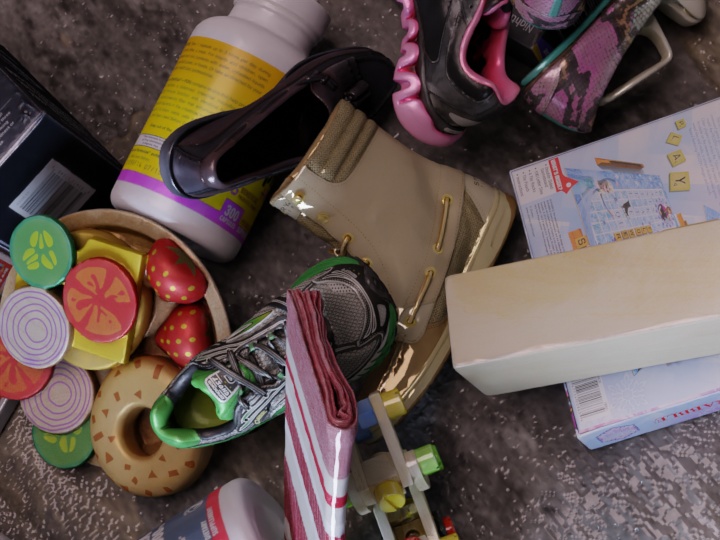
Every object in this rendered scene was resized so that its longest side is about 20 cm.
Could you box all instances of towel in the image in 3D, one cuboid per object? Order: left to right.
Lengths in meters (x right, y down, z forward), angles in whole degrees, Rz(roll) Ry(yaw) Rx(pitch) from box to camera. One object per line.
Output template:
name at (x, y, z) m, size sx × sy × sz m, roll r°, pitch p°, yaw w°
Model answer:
towel at (-0.025, 0.130, 1.070) m, size 0.023 × 0.201 × 0.144 m, roll -4°, pitch 33°, yaw -10°

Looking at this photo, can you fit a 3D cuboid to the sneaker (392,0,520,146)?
sneaker at (0.068, -0.190, 1.209) m, size 0.095 × 0.079 × 0.201 m, roll -15°, pitch 80°, yaw 48°

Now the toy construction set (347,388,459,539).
toy construction set at (0.030, 0.186, 1.125) m, size 0.092 × 0.131 × 0.201 m, roll -8°, pitch 65°, yaw 7°

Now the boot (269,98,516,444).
boot at (0.000, 0.000, 1.198) m, size 0.155 × 0.073 × 0.200 m, roll 31°, pitch 79°, yaw -12°

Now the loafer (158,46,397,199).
loafer at (-0.045, -0.100, 1.238) m, size 0.200 × 0.072 × 0.063 m, roll -29°, pitch 23°, yaw -29°

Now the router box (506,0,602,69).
router box at (0.102, -0.258, 1.303) m, size 0.200 × 0.052 × 0.157 m, roll 34°, pitch 86°, yaw 28°

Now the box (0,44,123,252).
box at (-0.293, -0.112, 1.356) m, size 0.104 × 0.148 × 0.200 m, roll -48°, pitch 61°, yaw 1°

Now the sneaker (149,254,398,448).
sneaker at (-0.056, 0.063, 1.144) m, size 0.200 × 0.085 × 0.078 m, roll -39°, pitch 84°, yaw 30°

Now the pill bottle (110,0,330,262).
pill bottle at (-0.097, -0.115, 1.302) m, size 0.104 × 0.104 × 0.201 m, roll 22°, pitch 81°, yaw 27°

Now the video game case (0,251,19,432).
video game case at (-0.332, 0.040, 1.390) m, size 0.200 × 0.017 × 0.143 m, roll 26°, pitch 83°, yaw 27°

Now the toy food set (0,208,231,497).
toy food set at (-0.184, 0.055, 1.269) m, size 0.197 × 0.049 × 0.201 m, roll 16°, pitch 107°, yaw 19°

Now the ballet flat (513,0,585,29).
ballet flat at (0.132, -0.256, 1.201) m, size 0.069 × 0.071 × 0.201 m, roll 9°, pitch 56°, yaw -12°

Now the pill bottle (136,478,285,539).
pill bottle at (-0.131, 0.239, 1.182) m, size 0.200 × 0.120 × 0.120 m, roll -33°, pitch 63°, yaw 8°

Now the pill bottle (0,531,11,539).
pill bottle at (-0.313, 0.220, 1.264) m, size 0.200 × 0.116 × 0.116 m, roll 26°, pitch 83°, yaw 27°

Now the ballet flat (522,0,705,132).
ballet flat at (0.193, -0.177, 1.219) m, size 0.071 × 0.069 × 0.200 m, roll 39°, pitch 80°, yaw -4°

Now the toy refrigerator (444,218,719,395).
toy refrigerator at (0.160, 0.021, 1.121) m, size 0.199 × 0.076 × 0.070 m, roll -12°, pitch 68°, yaw 19°

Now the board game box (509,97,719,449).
board game box at (0.218, -0.005, 1.173) m, size 0.199 × 0.041 × 0.201 m, roll -18°, pitch 66°, yaw 15°
